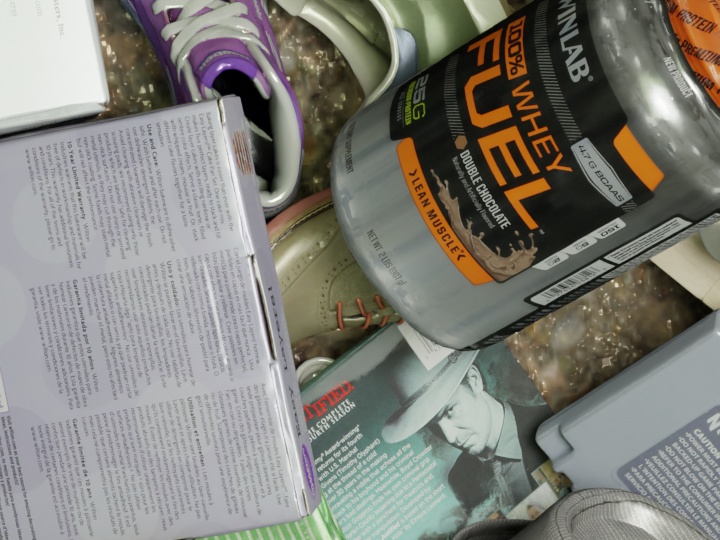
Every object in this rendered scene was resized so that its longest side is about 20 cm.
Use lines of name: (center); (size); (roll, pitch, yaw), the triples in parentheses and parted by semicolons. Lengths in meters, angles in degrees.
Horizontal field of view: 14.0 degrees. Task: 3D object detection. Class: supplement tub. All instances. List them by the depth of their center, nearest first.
supplement tub: (0.095, -0.058, 1.269); (0.200, 0.123, 0.123); (-31, 95, 29)

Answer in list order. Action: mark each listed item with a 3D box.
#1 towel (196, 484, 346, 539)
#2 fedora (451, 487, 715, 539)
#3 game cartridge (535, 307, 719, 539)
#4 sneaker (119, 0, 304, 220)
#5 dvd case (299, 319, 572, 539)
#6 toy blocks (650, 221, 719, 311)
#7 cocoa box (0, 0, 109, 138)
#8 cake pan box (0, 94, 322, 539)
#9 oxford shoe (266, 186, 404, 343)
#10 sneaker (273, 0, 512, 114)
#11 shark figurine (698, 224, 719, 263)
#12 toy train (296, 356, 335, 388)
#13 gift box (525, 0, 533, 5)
towel: (-0.105, 0.088, 1.340); (0.152, 0.023, 0.200); (-28, 91, 7)
fedora: (0.125, 0.175, 1.315); (0.177, 0.090, 0.200); (-2, 51, -44)
game cartridge: (0.195, 0.114, 1.392); (0.133, 0.041, 0.200); (-33, 106, 30)
sneaker: (-0.070, -0.121, 1.359); (0.073, 0.114, 0.201); (-24, 92, -6)
dvd case: (0.050, 0.121, 1.397); (0.146, 0.022, 0.200); (-38, 97, -28)
toy blocks: (0.198, -0.055, 1.414); (0.137, 0.100, 0.200); (40, 93, 7)
cocoa box: (-0.196, -0.156, 1.331); (0.133, 0.131, 0.201); (-11, 92, -7)
cake pan box: (-0.123, 0.035, 1.301); (0.184, 0.052, 0.201); (-12, 92, 12)
oxford shoe: (0.000, 0.000, 1.375); (0.200, 0.070, 0.075); (-39, 73, -10)
sneaker: (-0.008, -0.159, 1.370); (0.090, 0.067, 0.200); (-27, 83, -20)
shark figurine: (0.182, -0.054, 1.330); (0.128, 0.090, 0.215); (-36, 68, -5)
toy train: (-0.100, 0.091, 1.384); (0.199, 0.056, 0.151); (5, 90, -8)
gift box: (0.164, -0.216, 1.356); (0.199, 0.185, 0.187); (-13, 90, -1)
